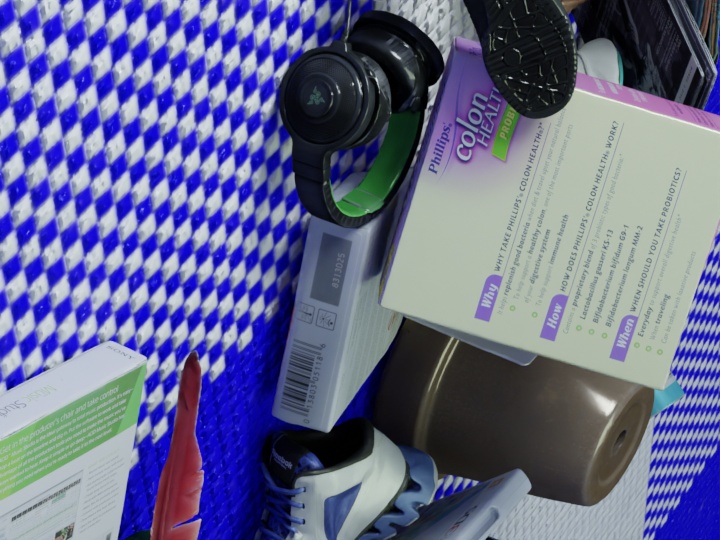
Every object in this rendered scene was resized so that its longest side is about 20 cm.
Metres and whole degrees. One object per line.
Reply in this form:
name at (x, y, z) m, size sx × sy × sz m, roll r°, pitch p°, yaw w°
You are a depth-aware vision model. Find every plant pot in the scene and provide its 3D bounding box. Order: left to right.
plant pot at (0.130, 0.100, 1.724) m, size 0.200 × 0.174 × 0.201 m, roll -46°, pitch 151°, yaw -34°

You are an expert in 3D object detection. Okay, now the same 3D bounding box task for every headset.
headset at (0.013, -0.118, 1.382) m, size 0.123 × 0.094 × 0.201 m, roll -39°, pitch 138°, yaw -45°

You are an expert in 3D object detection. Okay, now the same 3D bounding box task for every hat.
hat at (-0.156, 0.190, 1.403) m, size 0.200 × 0.165 × 0.176 m, roll -47°, pitch 109°, yaw -31°

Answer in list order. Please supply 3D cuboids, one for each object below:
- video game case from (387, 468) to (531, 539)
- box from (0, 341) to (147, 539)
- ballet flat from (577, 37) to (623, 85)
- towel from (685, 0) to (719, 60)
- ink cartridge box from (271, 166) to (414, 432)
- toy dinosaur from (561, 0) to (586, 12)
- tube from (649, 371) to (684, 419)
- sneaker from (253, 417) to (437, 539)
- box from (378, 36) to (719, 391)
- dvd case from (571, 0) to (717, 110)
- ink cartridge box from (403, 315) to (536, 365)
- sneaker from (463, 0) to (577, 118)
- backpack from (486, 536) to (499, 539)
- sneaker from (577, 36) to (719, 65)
video game case at (0.014, 0.228, 1.642) m, size 0.200 × 0.022 × 0.182 m, roll -28°, pitch -171°, yaw 44°
box at (-0.195, 0.153, 1.293) m, size 0.144 × 0.036 × 0.201 m, roll -28°, pitch 138°, yaw -54°
ballet flat at (0.160, -0.111, 1.572) m, size 0.201 × 0.069 × 0.070 m, roll -93°, pitch -174°, yaw -52°
towel at (0.216, -0.257, 1.583) m, size 0.022 × 0.200 × 0.147 m, roll -12°, pitch 135°, yaw -12°
ink cartridge box at (0.000, 0.000, 1.556) m, size 0.200 × 0.050 × 0.163 m, roll -57°, pitch 161°, yaw -63°
toy dinosaur at (0.125, -0.210, 1.549) m, size 0.135 × 0.086 × 0.200 m, roll -37°, pitch 163°, yaw -28°
tube at (0.194, 0.028, 1.786) m, size 0.050 × 0.201 × 0.077 m, roll -30°, pitch 177°, yaw 7°
sneaker at (-0.047, 0.176, 1.572) m, size 0.199 × 0.081 × 0.115 m, roll -46°, pitch 128°, yaw -5°
box at (0.131, -0.040, 1.450) m, size 0.097 × 0.199 × 0.177 m, roll -83°, pitch -171°, yaw -77°
dvd case at (0.206, -0.171, 1.610) m, size 0.016 × 0.201 × 0.149 m, roll -8°, pitch 146°, yaw -14°
ink cartridge box at (0.124, -0.022, 1.652) m, size 0.200 × 0.117 × 0.068 m, roll -47°, pitch 152°, yaw -47°
sneaker at (0.081, -0.200, 1.361) m, size 0.104 × 0.060 × 0.200 m, roll -95°, pitch 160°, yaw -62°
backpack at (0.085, 0.291, 1.849) m, size 0.127 × 0.166 × 0.200 m, roll -61°, pitch 162°, yaw -21°
sneaker at (0.248, -0.226, 1.735) m, size 0.075 × 0.106 × 0.201 m, roll -36°, pitch 145°, yaw -55°
